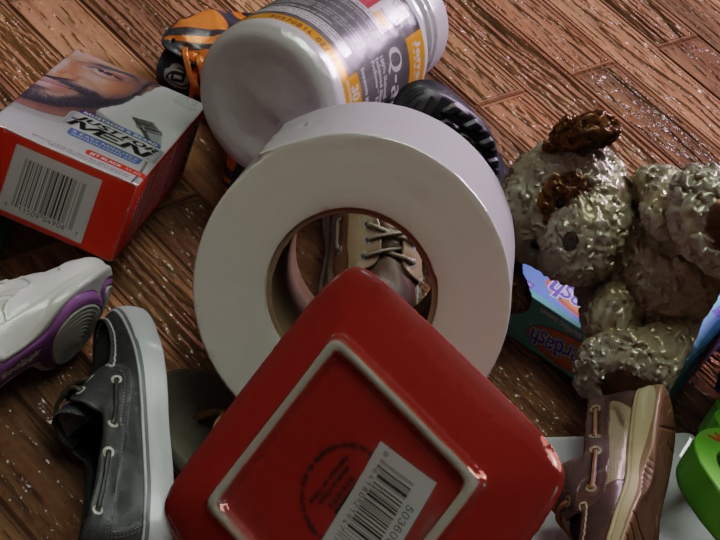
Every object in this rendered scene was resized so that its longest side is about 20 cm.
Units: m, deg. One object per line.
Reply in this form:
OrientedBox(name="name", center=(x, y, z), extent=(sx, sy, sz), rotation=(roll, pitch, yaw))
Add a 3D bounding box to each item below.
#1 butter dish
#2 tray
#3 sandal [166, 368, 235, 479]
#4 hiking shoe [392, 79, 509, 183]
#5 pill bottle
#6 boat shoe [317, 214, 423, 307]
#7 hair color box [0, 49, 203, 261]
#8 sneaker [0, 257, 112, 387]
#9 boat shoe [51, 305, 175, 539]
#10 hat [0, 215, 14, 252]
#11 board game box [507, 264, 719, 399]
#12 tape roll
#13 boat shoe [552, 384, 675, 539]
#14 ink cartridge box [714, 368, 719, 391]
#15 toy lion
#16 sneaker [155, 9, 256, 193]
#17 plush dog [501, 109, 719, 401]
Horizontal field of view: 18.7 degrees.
OrientedBox(name="butter dish", center=(0.022, 0.135, 1.277), extent=(0.199, 0.201, 0.148), rotation=(44, 12, 29))
OrientedBox(name="tray", center=(0.162, 0.157, 1.477), extent=(0.198, 0.022, 0.108), rotation=(1, 43, -26))
OrientedBox(name="sandal", center=(-0.069, 0.129, 1.367), extent=(0.081, 0.055, 0.201), rotation=(-3, 44, -29))
OrientedBox(name="hiking shoe", center=(0.061, -0.085, 1.620), extent=(0.076, 0.200, 0.101), rotation=(-38, 50, 1))
OrientedBox(name="pill bottle", center=(-0.020, -0.151, 1.572), extent=(0.116, 0.117, 0.200), rotation=(32, 36, 14))
OrientedBox(name="boat shoe", center=(0.010, -0.013, 1.566), extent=(0.075, 0.072, 0.201), rotation=(8, 39, -17))
OrientedBox(name="hair color box", center=(-0.187, -0.085, 1.525), extent=(0.110, 0.064, 0.200), rotation=(22, 20, 1))
OrientedBox(name="sneaker", center=(-0.238, 0.028, 1.390), extent=(0.099, 0.075, 0.200), rotation=(37, 39, 18))
OrientedBox(name="boat shoe", center=(-0.159, 0.099, 1.357), extent=(0.066, 0.070, 0.201), rotation=(8, 47, -20))
OrientedBox(name="hat", center=(-0.357, -0.069, 1.491), extent=(0.202, 0.175, 0.165), rotation=(69, 17, 10))
OrientedBox(name="board game box", center=(0.202, 0.018, 1.648), extent=(0.152, 0.045, 0.200), rotation=(35, 39, 15))
OrientedBox(name="tape roll", center=(0.000, 0.000, 1.410), extent=(0.201, 0.204, 0.139), rotation=(22, 13, 1))
OrientedBox(name="boat shoe", center=(0.154, 0.153, 1.417), extent=(0.071, 0.073, 0.201), rotation=(-1, 44, 21))
OrientedBox(name="ink cartridge box", center=(0.307, 0.013, 1.545), extent=(0.067, 0.200, 0.117), rotation=(20, 71, 10))
OrientedBox(name="toy lion", center=(0.292, 0.150, 1.500), extent=(0.199, 0.069, 0.192), rotation=(11, 31, -37))
OrientedBox(name="sneaker", center=(-0.105, -0.125, 1.658), extent=(0.111, 0.078, 0.201), rotation=(8, 42, 5))
OrientedBox(name="plush dog", center=(0.177, -0.028, 1.526), extent=(0.171, 0.201, 0.161), rotation=(29, 27, 2))
